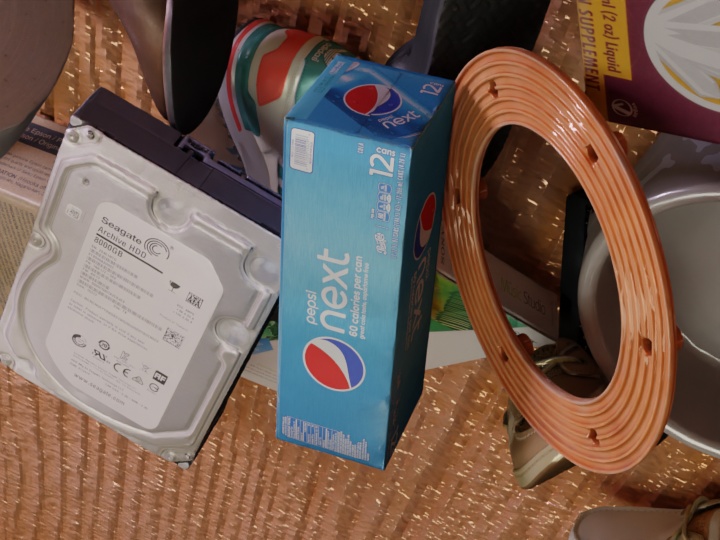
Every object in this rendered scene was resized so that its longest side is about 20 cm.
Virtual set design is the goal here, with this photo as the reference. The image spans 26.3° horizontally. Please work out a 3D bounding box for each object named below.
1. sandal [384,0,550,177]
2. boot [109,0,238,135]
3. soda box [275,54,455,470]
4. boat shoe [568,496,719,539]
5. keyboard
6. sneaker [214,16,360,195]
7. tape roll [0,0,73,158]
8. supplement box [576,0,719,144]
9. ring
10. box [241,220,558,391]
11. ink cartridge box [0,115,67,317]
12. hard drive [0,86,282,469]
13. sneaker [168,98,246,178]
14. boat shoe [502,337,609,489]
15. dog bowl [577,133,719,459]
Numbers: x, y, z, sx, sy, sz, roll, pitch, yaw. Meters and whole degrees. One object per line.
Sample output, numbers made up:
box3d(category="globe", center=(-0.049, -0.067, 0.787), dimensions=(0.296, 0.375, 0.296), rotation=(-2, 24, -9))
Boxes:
box3d(category="sandal", center=(0.045, -0.098, 0.774), dimensions=(0.075, 0.048, 0.201), rotation=(-1, 140, -24))
box3d(category="boot", center=(-0.166, -0.175, 0.804), dimensions=(0.199, 0.064, 0.187), rotation=(16, 128, 22))
box3d(category="soda box", center=(0.000, 0.000, 0.768), dimensions=(0.064, 0.068, 0.201), rotation=(15, 129, 14))
box3d(category="boat shoe", center=(0.225, 0.177, 0.978), dimensions=(0.199, 0.075, 0.069), rotation=(6, 134, 26))
box3d(category="keyboard", center=(0.156, 0.043, 0.883), dimensions=(0.104, 0.040, 0.200), rotation=(21, 147, 21))
box3d(category="sneaker", center=(-0.010, -0.051, 0.873), dimensions=(0.093, 0.070, 0.200), rotation=(15, 142, 37))
box3d(category="tape roll", center=(-0.262, -0.145, 0.851), dimensions=(0.200, 0.201, 0.066), rotation=(39, 148, -10))
box3d(category="supplement box", center=(0.190, -0.107, 0.603), dimensions=(0.199, 0.086, 0.111), rotation=(15, 144, 27))
box3d(category="ring", center=(0.089, -0.005, 0.705), dimensions=(0.201, 0.019, 0.201), rotation=(52, 151, 44))
box3d(category="box", center=(-0.003, 0.027, 0.906), dimensions=(0.199, 0.037, 0.144), rotation=(-16, 154, 31))
box3d(category="ink cartridge box", center=(-0.202, -0.010, 1.098), dimensions=(0.164, 0.075, 0.200), rotation=(21, 145, 17))
box3d(category="hard drive", center=(-0.119, 0.012, 0.851), dimensions=(0.139, 0.038, 0.200), rotation=(31, 130, 0))
box3d(category="sneaker", center=(-0.095, -0.048, 0.956), dimensions=(0.072, 0.073, 0.200), rotation=(26, 146, 15))
box3d(category="boat shoe", center=(0.106, 0.075, 0.851), dimensions=(0.200, 0.071, 0.065), rotation=(39, -155, -85))
box3d(category="dog bowl", center=(0.198, 0.016, 0.755), dimensions=(0.199, 0.059, 0.201), rotation=(18, 134, 19))
